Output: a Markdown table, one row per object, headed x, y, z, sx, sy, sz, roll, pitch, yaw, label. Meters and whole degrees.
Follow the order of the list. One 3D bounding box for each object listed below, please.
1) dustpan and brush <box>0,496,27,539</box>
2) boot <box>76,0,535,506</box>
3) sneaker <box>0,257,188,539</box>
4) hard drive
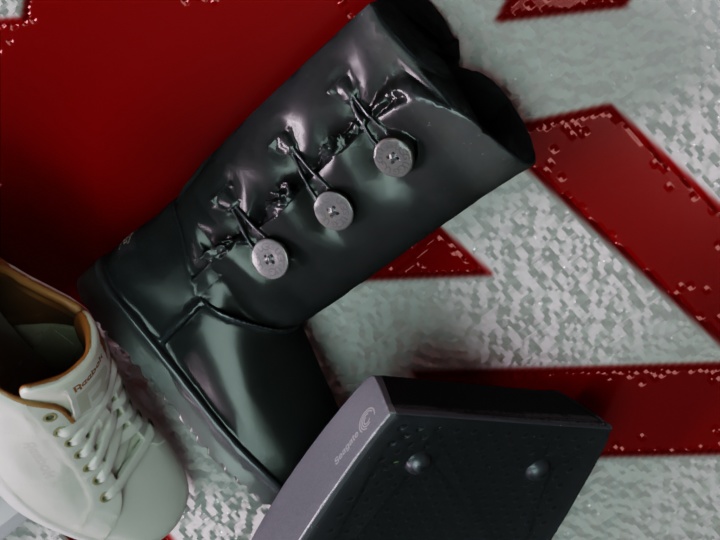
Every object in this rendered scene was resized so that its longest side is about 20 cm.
| x | y | z | sx | sy | sz | roll | pitch | yaw | label |
| --- | --- | --- | --- | --- | --- | --- | --- | --- | --- |
| -0.243 | 0.059 | 1.077 | 0.139 | 0.057 | 0.200 | -38 | 92 | 27 | dustpan and brush |
| -0.001 | -0.001 | 0.994 | 0.200 | 0.066 | 0.165 | -41 | 102 | 22 | boot |
| -0.130 | 0.062 | 1.009 | 0.085 | 0.073 | 0.200 | 4 | 147 | 45 | sneaker |
| 0.012 | 0.127 | 1.023 | 0.135 | 0.042 | 0.200 | 6 | 127 | -35 | hard drive |
